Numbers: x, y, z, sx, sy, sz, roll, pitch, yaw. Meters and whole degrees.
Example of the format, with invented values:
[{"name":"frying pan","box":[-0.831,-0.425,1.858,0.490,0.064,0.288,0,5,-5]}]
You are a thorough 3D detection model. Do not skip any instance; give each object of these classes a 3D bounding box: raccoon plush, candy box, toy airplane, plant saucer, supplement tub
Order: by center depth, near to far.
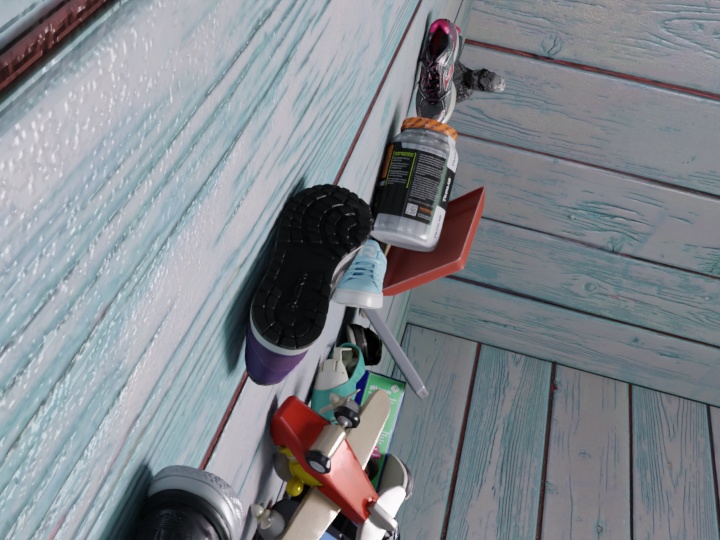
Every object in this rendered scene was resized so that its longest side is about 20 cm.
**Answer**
[{"name":"toy airplane","box":[-0.039,0.239,0.860,0.199,0.140,0.202,5,87,-51]},{"name":"supplement tub","box":[0.091,-0.142,1.224,0.123,0.121,0.202,54,51,-81]},{"name":"candy box","box":[-0.006,0.272,1.258,0.169,0.076,0.202,165,-59,-72]},{"name":"plant saucer","box":[0.126,-0.042,1.287,0.198,0.037,0.201,-23,-152,39]},{"name":"raccoon plush","box":[0.226,-0.379,1.608,0.097,0.199,0.134,-58,151,-4]}]

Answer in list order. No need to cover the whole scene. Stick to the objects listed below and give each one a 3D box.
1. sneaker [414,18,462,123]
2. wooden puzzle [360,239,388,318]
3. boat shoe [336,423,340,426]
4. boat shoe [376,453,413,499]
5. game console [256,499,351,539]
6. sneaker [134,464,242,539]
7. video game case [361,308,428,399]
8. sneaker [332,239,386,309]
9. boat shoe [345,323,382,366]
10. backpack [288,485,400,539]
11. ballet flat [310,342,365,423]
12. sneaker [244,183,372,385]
[{"name":"sneaker","box":[0.136,-0.364,1.373,0.075,0.080,0.203,-9,106,-67]},{"name":"wooden puzzle","box":[0.040,-0.031,1.422,0.186,0.037,0.202,93,17,-59]},{"name":"boat shoe","box":[-0.039,0.241,1.077,0.061,0.071,0.201,-59,-178,7]},{"name":"boat shoe","box":[0.056,0.345,1.212,0.200,0.062,0.073,144,-36,-69]},{"name":"game console","box":[-0.047,0.383,0.883,0.031,0.199,0.177,-52,-176,25]},{"name":"sneaker","box":[-0.118,0.225,0.463,0.114,0.075,0.202,-66,162,-52]},{"name":"video game case","box":[0.053,0.127,1.263,0.022,0.201,0.182,-33,165,-1]},{"name":"sneaker","box":[0.000,0.000,1.024,0.200,0.073,0.083,-84,179,-81]},{"name":"boat shoe","box":[0.008,0.130,1.286,0.201,0.060,0.073,84,-2,-78]},{"name":"backpack","box":[-0.047,0.421,1.022,0.152,0.175,0.201,89,20,-49]},{"name":"ballet flat","box":[-0.037,0.156,1.087,0.200,0.066,0.071,-54,133,-73]},{"name":"sneaker","box":[-0.053,0.008,0.635,0.088,0.075,0.201,-61,-178,47]}]
